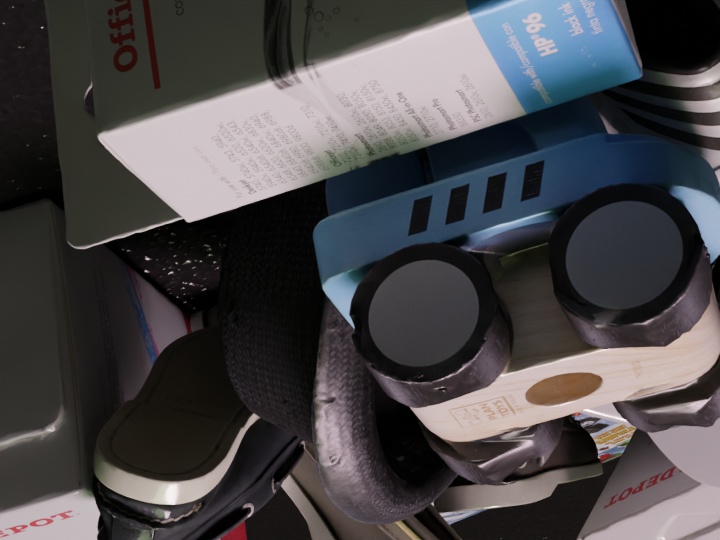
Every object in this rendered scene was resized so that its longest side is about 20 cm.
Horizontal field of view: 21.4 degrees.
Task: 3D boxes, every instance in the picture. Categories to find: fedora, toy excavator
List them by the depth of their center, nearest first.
[{"bbox_3d":[0.020,-0.034,0.652,0.194,0.201,0.100,-16,151,13],"label":"toy excavator"},{"bbox_3d":[0.000,0.000,0.790,0.091,0.201,0.201,10,166,26],"label":"fedora"}]

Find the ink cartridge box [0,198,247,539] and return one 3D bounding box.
[{"bbox_3d":[-0.161,0.080,0.908,0.145,0.145,0.200,-16,156,12],"label":"ink cartridge box"}]

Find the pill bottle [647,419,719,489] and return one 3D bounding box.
[{"bbox_3d":[0.219,0.016,0.876,0.200,0.112,0.112,-31,166,-26],"label":"pill bottle"}]

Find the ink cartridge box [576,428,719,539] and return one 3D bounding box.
[{"bbox_3d":[0.221,0.083,1.016,0.086,0.200,0.147,44,138,-10],"label":"ink cartridge box"}]

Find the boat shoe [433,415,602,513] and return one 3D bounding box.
[{"bbox_3d":[0.086,0.090,1.035,0.071,0.061,0.201,-9,177,18],"label":"boat shoe"}]

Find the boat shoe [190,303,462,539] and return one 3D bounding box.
[{"bbox_3d":[-0.014,0.089,0.953,0.060,0.202,0.072,-39,160,10],"label":"boat shoe"}]

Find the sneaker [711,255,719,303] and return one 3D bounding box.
[{"bbox_3d":[0.190,0.025,0.705,0.099,0.071,0.200,-1,-171,-12],"label":"sneaker"}]

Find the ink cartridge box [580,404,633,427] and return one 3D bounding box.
[{"bbox_3d":[0.075,0.036,0.965,0.199,0.050,0.161,17,-179,-18],"label":"ink cartridge box"}]

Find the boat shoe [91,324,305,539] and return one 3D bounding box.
[{"bbox_3d":[-0.064,0.079,0.839,0.074,0.066,0.199,14,-160,8],"label":"boat shoe"}]

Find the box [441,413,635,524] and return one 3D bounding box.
[{"bbox_3d":[0.086,0.109,1.213,0.200,0.040,0.137,-27,153,33],"label":"box"}]

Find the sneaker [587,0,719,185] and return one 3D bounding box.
[{"bbox_3d":[0.098,-0.079,0.698,0.076,0.200,0.115,-43,114,-8],"label":"sneaker"}]

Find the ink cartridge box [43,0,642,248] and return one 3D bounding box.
[{"bbox_3d":[-0.024,-0.093,0.606,0.199,0.116,0.068,-17,153,14],"label":"ink cartridge box"}]
